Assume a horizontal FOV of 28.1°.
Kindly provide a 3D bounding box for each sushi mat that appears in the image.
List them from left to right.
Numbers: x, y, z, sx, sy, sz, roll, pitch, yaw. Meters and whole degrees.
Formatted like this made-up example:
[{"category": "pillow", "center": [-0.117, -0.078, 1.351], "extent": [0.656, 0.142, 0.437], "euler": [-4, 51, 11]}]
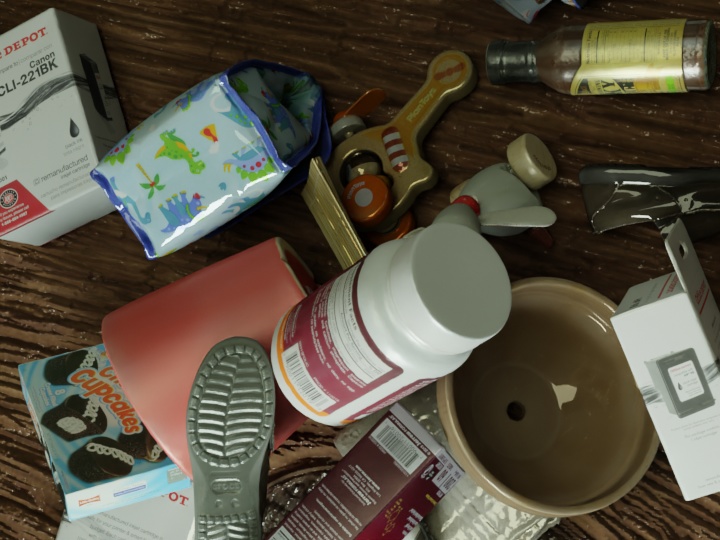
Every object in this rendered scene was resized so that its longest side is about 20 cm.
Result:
[{"category": "sushi mat", "center": [0.000, 0.000, 1.286], "extent": [0.012, 0.096, 0.201], "euler": [-26, 80, -16]}]

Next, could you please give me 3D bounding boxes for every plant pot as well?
[{"category": "plant pot", "center": [-0.108, 0.076, 1.319], "extent": [0.177, 0.200, 0.201], "euler": [-34, 72, 5]}, {"category": "plant pot", "center": [0.150, 0.113, 1.228], "extent": [0.200, 0.093, 0.202], "euler": [5, 72, -17]}]

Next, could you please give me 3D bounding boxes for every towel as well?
[{"category": "towel", "center": [0.080, 0.183, 1.304], "extent": [0.133, 0.034, 0.200], "euler": [-45, 69, 11]}]

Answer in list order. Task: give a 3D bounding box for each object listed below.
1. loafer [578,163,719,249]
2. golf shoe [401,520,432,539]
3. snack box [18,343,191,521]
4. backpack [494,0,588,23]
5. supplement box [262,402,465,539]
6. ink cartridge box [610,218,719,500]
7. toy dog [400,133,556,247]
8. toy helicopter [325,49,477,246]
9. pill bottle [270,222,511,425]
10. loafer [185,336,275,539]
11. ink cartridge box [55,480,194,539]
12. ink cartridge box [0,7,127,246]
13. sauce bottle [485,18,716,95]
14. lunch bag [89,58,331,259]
[{"category": "loafer", "center": [0.284, -0.053, 1.231], "extent": [0.199, 0.073, 0.072], "euler": [5, 96, 28]}, {"category": "golf shoe", "center": [0.019, 0.289, 1.264], "extent": [0.078, 0.094, 0.201], "euler": [-14, 86, 47]}, {"category": "snack box", "center": [-0.244, 0.145, 1.360], "extent": [0.200, 0.116, 0.037], "euler": [-127, 30, -49]}, {"category": "backpack", "center": [0.130, -0.326, 1.266], "extent": [0.154, 0.200, 0.191], "euler": [-37, 59, 13]}, {"category": "supplement box", "center": [-0.008, 0.212, 1.209], "extent": [0.200, 0.109, 0.061], "euler": [-45, 66, -4]}, {"category": "ink cartridge box", "center": [0.261, 0.069, 1.167], "extent": [0.066, 0.116, 0.201], "euler": [-22, 94, 21]}, {"category": "toy dog", "center": [0.118, -0.035, 1.245], "extent": [0.096, 0.200, 0.132], "euler": [50, 140, -3]}, {"category": "toy helicopter", "center": [0.031, -0.128, 1.349], "extent": [0.132, 0.079, 0.200], "euler": [39, 89, 30]}, {"category": "pill bottle", "center": [0.023, 0.043, 1.151], "extent": [0.200, 0.114, 0.115], "euler": [-34, 70, 49]}, {"category": "loafer", "center": [-0.111, 0.154, 1.220], "extent": [0.075, 0.070, 0.201], "euler": [6, 95, -2]}, {"category": "ink cartridge box", "center": [-0.215, 0.275, 1.390], "extent": [0.146, 0.083, 0.201], "euler": [18, 91, 23]}, {"category": "ink cartridge box", "center": [-0.324, -0.147, 1.481], "extent": [0.144, 0.084, 0.201], "euler": [-23, 75, 20]}, {"category": "sauce bottle", "center": [0.211, -0.187, 1.274], "extent": [0.199, 0.065, 0.065], "euler": [2, 85, 25]}, {"category": "lunch bag", "center": [-0.126, -0.111, 1.337], "extent": [0.170, 0.200, 0.128], "euler": [-31, 99, 20]}]
